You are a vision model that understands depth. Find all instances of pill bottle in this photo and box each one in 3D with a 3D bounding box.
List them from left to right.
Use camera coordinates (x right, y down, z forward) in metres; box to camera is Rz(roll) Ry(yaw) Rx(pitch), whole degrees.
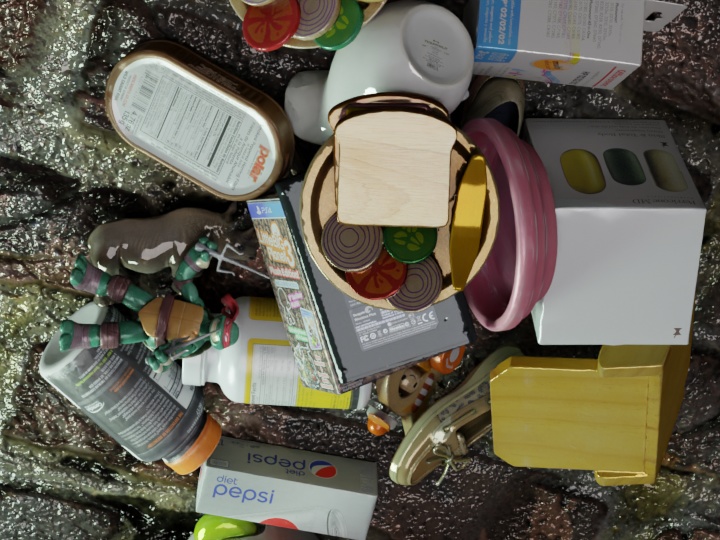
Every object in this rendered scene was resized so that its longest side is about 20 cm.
[{"bbox_3d":[-0.239,0.132,1.805,0.106,0.107,0.200,-37,114,17],"label":"pill bottle"},{"bbox_3d":[-0.087,0.086,1.781,0.198,0.112,0.113,4,119,-4],"label":"pill bottle"}]

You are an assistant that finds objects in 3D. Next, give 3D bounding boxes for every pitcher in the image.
[{"bbox_3d":[0.043,-0.173,1.615,0.170,0.122,0.200,15,159,-26],"label":"pitcher"}]

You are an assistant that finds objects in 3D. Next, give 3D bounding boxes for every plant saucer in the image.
[{"bbox_3d":[0.137,-0.045,1.598,0.050,0.201,0.202,-6,121,-16],"label":"plant saucer"}]

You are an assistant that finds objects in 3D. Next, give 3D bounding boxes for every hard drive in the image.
[{"bbox_3d":[0.015,-0.010,1.583,0.138,0.033,0.202,-17,99,3],"label":"hard drive"}]

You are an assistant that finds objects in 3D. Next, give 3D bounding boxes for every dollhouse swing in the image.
[{"bbox_3d":[0.247,0.109,1.793,0.174,0.183,0.201,13,141,19],"label":"dollhouse swing"}]

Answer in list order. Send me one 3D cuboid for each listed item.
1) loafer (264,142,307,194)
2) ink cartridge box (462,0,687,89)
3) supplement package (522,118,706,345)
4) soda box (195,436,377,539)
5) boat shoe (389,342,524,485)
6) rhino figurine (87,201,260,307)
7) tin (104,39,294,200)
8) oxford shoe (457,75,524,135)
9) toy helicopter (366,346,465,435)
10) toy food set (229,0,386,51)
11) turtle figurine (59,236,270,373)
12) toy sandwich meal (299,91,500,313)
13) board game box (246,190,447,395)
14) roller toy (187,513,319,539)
[{"bbox_3d":[-0.084,-0.085,1.713,0.072,0.063,0.201,-29,116,14],"label":"loafer"},{"bbox_3d":[0.201,-0.221,1.610,0.198,0.115,0.069,5,85,-5],"label":"ink cartridge box"},{"bbox_3d":[0.242,-0.042,1.670,0.150,0.201,0.152,0,120,-3],"label":"supplement package"},{"bbox_3d":[-0.083,0.245,1.898,0.198,0.064,0.069,11,119,-8],"label":"soda box"},{"bbox_3d":[0.114,0.164,1.812,0.200,0.063,0.073,-44,157,-7],"label":"boat shoe"},{"bbox_3d":[-0.189,-0.024,1.747,0.198,0.060,0.088,-10,120,2],"label":"rhino figurine"},{"bbox_3d":[-0.160,-0.145,1.658,0.199,0.042,0.113,29,120,4],"label":"tin"},{"bbox_3d":[0.116,-0.105,1.703,0.070,0.074,0.202,10,118,-7],"label":"oxford shoe"},{"bbox_3d":[0.052,0.148,1.824,0.078,0.132,0.201,24,145,29],"label":"toy helicopter"},{"bbox_3d":[-0.048,-0.297,1.547,0.198,0.049,0.201,-41,73,16],"label":"toy food set"},{"bbox_3d":[-0.195,0.047,1.688,0.198,0.151,0.101,7,145,3],"label":"turtle figurine"},{"bbox_3d":[0.036,-0.058,1.517,0.203,0.070,0.207,1,101,3],"label":"toy sandwich meal"},{"bbox_3d":[0.000,0.000,1.675,0.158,0.097,0.202,-21,99,-22],"label":"board game box"},{"bbox_3d":[-0.121,0.383,1.930,0.199,0.140,0.183,24,117,-15],"label":"roller toy"}]
